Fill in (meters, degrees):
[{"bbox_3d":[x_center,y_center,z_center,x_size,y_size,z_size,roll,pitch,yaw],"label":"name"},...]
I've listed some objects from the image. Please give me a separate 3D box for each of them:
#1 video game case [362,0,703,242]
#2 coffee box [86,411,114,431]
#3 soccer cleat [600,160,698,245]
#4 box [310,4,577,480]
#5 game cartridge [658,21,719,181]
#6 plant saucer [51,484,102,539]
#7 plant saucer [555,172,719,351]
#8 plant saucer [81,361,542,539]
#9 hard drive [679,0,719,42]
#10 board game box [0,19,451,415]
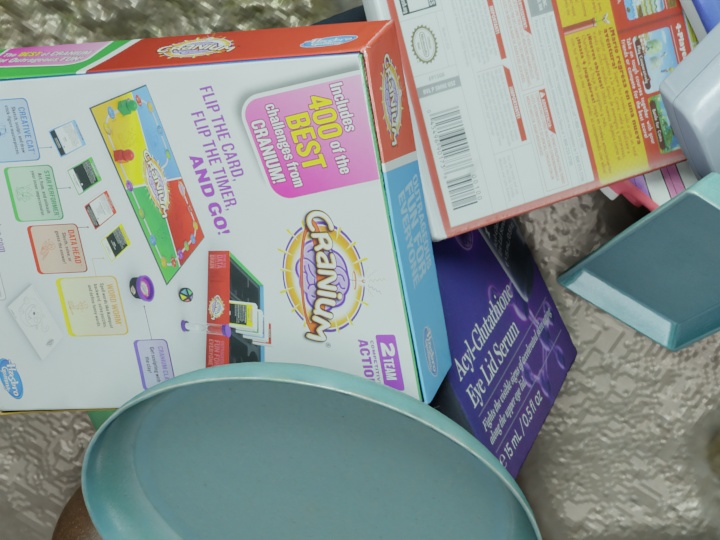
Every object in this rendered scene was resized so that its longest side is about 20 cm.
[{"bbox_3d":[0.099,-0.109,0.982,0.198,0.017,0.144,-18,99,-20],"label":"video game case"},{"bbox_3d":[-0.085,0.028,1.109,0.122,0.044,0.201,-21,107,15],"label":"coffee box"},{"bbox_3d":[0.126,-0.074,1.035,0.199,0.067,0.077,35,106,-3],"label":"soccer cleat"},{"bbox_3d":[0.000,0.000,1.024,0.104,0.148,0.201,-19,108,26],"label":"box"},{"bbox_3d":[0.220,-0.054,0.985,0.133,0.041,0.200,-44,129,10],"label":"game cartridge"},{"bbox_3d":[-0.057,0.162,1.126,0.198,0.037,0.202,0,127,0],"label":"plant saucer"},{"bbox_3d":[0.145,-0.002,1.004,0.070,0.200,0.019,31,74,-4],"label":"plant saucer"},{"bbox_3d":[-0.018,0.100,0.955,0.198,0.028,0.201,9,140,8],"label":"plant saucer"},{"bbox_3d":[0.180,-0.179,0.979,0.131,0.025,0.201,-31,105,-11],"label":"hard drive"},{"bbox_3d":[-0.072,-0.018,0.933,0.198,0.040,0.154,-2,113,20],"label":"board game box"}]
